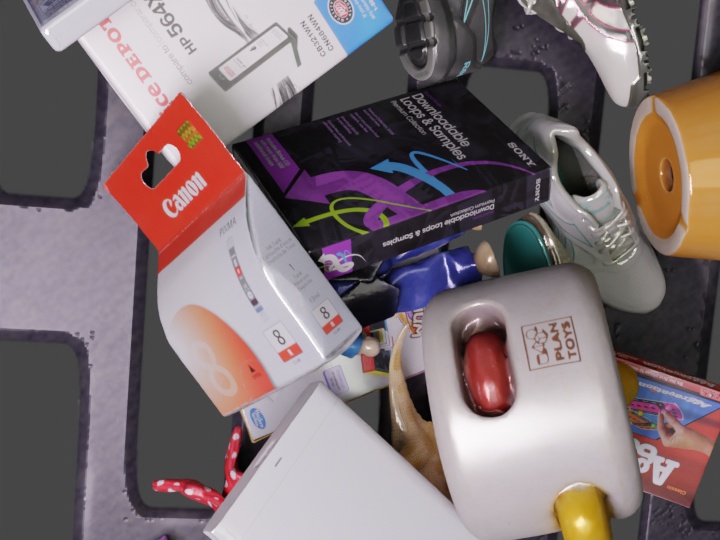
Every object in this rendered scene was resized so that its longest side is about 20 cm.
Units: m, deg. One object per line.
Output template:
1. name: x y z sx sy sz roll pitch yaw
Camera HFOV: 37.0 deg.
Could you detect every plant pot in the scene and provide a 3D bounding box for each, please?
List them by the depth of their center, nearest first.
1. plant pot: 0.318 -0.084 0.842 0.182 0.200 0.202 -8 99 -4

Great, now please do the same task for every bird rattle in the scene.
1. bird rattle: -0.073 0.231 0.843 0.113 0.199 0.164 -43 140 -33

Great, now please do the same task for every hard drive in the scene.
1. hard drive: 0.002 0.195 0.767 0.200 0.026 0.132 44 63 -13

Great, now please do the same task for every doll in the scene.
1. doll: 0.000 0.000 0.830 0.199 0.048 0.137 -21 100 -1

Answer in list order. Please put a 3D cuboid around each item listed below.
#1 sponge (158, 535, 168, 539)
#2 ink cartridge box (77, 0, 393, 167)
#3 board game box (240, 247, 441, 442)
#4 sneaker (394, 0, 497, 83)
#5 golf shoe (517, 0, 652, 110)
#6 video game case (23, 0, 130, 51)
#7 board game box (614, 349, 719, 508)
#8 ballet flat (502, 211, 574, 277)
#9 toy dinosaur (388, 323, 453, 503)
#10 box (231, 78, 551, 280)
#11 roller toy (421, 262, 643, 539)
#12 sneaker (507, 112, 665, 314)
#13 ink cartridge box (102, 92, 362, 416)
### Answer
1. sponge: -0.153 0.331 0.898 0.111 0.030 0.201 -35 101 -4
2. ink cartridge box: -0.100 -0.188 0.805 0.200 0.084 0.146 -38 110 -4
3. board game box: -0.024 0.030 0.875 0.199 0.040 0.154 -21 100 -7
4. sneaker: 0.064 -0.251 0.849 0.079 0.075 0.201 -11 101 -28
5. golf shoe: 0.171 -0.216 0.865 0.088 0.077 0.201 -23 101 7
6. video game case: -0.151 -0.242 0.751 0.200 0.182 0.023 -37 125 -3
7. board game box: 0.185 0.111 0.869 0.199 0.019 0.104 18 110 11
8. ballet flat: 0.166 0.043 0.908 0.062 0.067 0.201 -20 105 -36
9. toy dinosaur: 0.038 0.150 0.848 0.101 0.058 0.201 -28 96 -17
10. box: 0.022 -0.074 0.804 0.199 0.143 0.036 -19 135 -20
11. roller toy: 0.128 0.093 0.765 0.139 0.200 0.184 -13 104 11
12. sneaker: 0.191 -0.041 0.884 0.070 0.080 0.201 -39 103 -5
13. ink cartridge box: -0.108 -0.002 0.759 0.200 0.162 0.050 51 52 -5
